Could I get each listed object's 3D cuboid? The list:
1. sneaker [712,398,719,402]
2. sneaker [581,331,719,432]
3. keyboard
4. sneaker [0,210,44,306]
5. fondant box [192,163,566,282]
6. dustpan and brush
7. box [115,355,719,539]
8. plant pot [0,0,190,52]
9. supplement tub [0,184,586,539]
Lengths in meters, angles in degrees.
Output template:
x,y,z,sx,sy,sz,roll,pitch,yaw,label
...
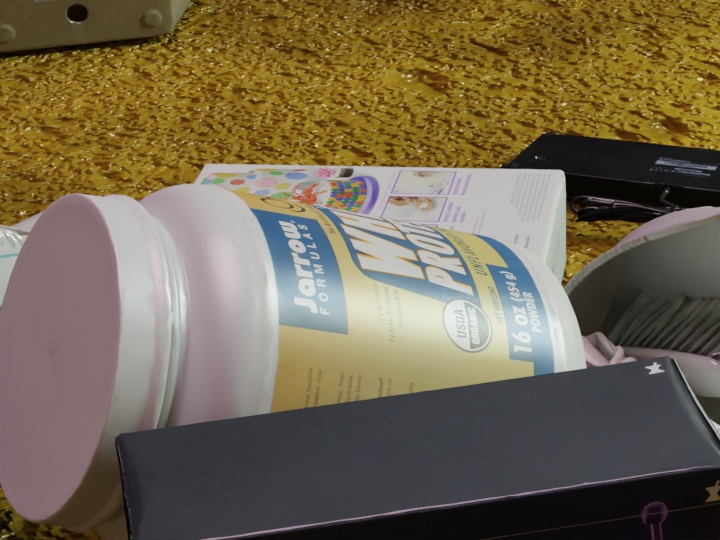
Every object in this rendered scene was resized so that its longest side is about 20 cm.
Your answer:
x,y,z,sx,sy,sz,roll,pitch,yaw,label
0.244,0.024,0.951,0.200,0.089,0.077,3,27,15,sneaker
0.111,0.074,0.879,0.200,0.081,0.075,19,32,36,sneaker
0.176,-0.044,1.179,0.200,0.021,0.127,7,22,23,keyboard
-0.191,0.004,1.061,0.070,0.080,0.200,6,26,23,sneaker
0.000,0.000,1.068,0.200,0.058,0.144,3,27,11,fondant box
0.118,0.039,0.932,0.200,0.140,0.057,-1,43,53,dustpan and brush
0.023,0.119,0.728,0.200,0.141,0.079,-8,26,-7,box
-0.209,-0.263,1.497,0.200,0.200,0.177,-7,38,-6,plant pot
-0.028,0.045,0.814,0.200,0.145,0.145,9,18,-30,supplement tub
